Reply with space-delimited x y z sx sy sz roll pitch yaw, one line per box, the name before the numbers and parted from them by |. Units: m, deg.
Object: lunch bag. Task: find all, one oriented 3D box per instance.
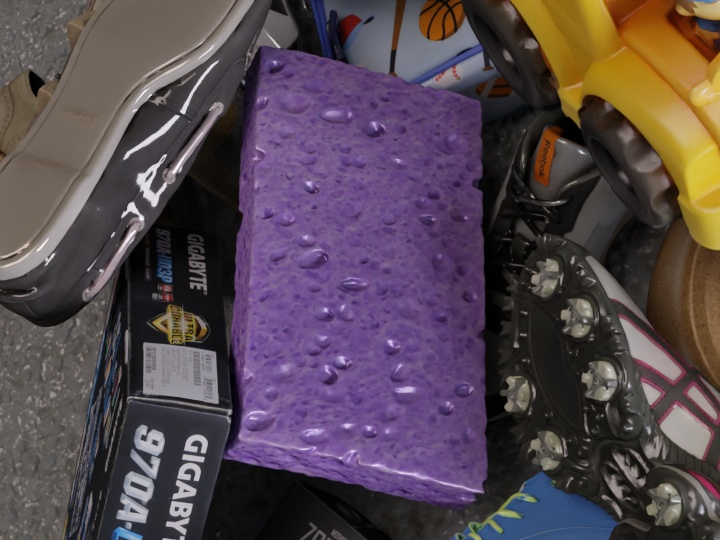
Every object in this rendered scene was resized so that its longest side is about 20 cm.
lunch bag | 0.061 -0.159 0.950 0.200 0.076 0.161 -22 62 20

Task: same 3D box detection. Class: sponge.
sponge | 0.000 0.000 0.849 0.030 0.111 0.201 130 147 -54

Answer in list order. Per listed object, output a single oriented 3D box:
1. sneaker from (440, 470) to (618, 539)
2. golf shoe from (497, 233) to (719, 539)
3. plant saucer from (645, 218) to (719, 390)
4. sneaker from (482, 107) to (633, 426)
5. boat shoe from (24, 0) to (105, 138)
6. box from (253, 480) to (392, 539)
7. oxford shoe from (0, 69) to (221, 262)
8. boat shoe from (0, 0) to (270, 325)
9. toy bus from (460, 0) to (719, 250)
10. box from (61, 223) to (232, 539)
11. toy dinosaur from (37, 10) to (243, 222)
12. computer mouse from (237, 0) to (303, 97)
sneaker | 0.059 0.133 0.814 0.105 0.199 0.076 -102 25 -48
golf shoe | 0.124 0.071 0.808 0.077 0.088 0.200 -56 47 38
plant saucer | 0.211 0.011 0.831 0.200 0.035 0.201 -9 70 26
sneaker | 0.084 -0.021 0.886 0.074 0.079 0.200 35 97 33
boat shoe | -0.121 -0.083 0.991 0.073 0.075 0.200 23 53 -7
box | 0.001 0.217 0.875 0.200 0.044 0.160 35 92 33
oxford shoe | -0.139 -0.051 1.028 0.200 0.070 0.075 31 85 32
boat shoe | -0.099 -0.064 0.850 0.067 0.057 0.200 24 69 31
toy bus | 0.115 -0.137 0.752 0.136 0.192 0.200 -34 53 -4
box | -0.102 0.102 0.870 0.159 0.046 0.201 -103 25 -62
toy dinosaur | -0.104 -0.095 0.937 0.058 0.101 0.201 -33 74 41
computer mouse | -0.054 -0.105 0.988 0.044 0.110 0.200 -15 55 -10
